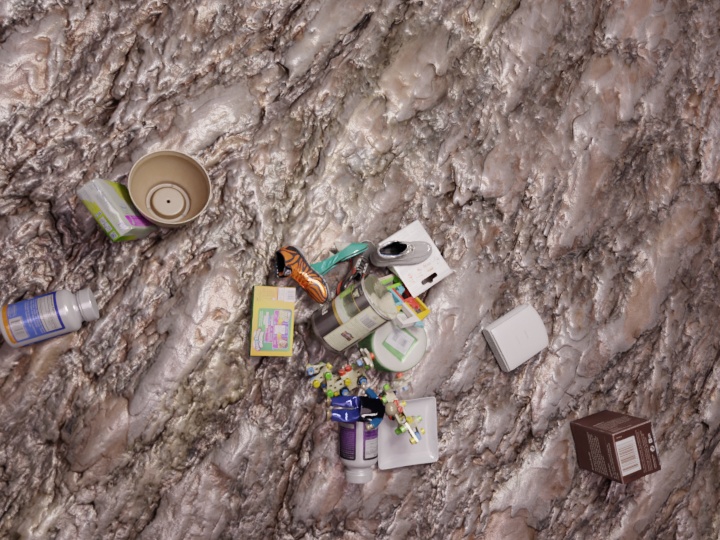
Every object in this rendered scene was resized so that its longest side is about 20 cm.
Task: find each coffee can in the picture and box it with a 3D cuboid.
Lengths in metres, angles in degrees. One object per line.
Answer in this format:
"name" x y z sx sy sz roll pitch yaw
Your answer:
"coffee can" -0.018 0.124 1.462 0.200 0.146 0.146 -36 99 22

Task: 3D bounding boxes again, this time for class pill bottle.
"pill bottle" -0.769 0.112 1.292 0.200 0.112 0.112 -18 92 -19
"pill bottle" -0.004 0.502 1.505 0.111 0.111 0.200 2 85 -17

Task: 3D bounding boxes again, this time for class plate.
"plate" 0.140 0.494 1.593 0.199 0.032 0.200 -2 86 -18

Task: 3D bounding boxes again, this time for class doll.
"doll" 0.005 0.380 1.445 0.200 0.048 0.137 4 51 -8

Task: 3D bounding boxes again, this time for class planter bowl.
"planter bowl" -0.507 -0.201 1.377 0.200 0.135 0.201 6 76 -22

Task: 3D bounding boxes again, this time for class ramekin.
"ramekin" 0.102 0.213 1.565 0.200 0.098 0.200 1 86 -17

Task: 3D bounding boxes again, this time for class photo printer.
"photo printer" 0.520 0.215 1.712 0.200 0.069 0.167 -28 95 -17

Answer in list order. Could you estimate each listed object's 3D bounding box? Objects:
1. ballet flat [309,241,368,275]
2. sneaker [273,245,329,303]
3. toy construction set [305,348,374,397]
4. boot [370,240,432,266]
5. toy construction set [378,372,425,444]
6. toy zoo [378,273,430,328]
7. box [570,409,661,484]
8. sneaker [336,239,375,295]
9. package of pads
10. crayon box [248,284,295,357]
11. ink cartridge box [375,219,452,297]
"ballet flat" -0.075 -0.045 1.526 0.200 0.067 0.070 -32 93 1
"sneaker" -0.177 0.020 1.467 0.200 0.078 0.112 51 29 12
"toy construction set" -0.048 0.295 1.503 0.200 0.092 0.131 -22 112 1
"boot" 0.133 -0.055 1.537 0.200 0.096 0.074 -13 80 -15
"toy construction set" 0.118 0.396 1.508 0.092 0.131 0.200 -12 88 -18
"toy zoo" 0.121 0.097 1.542 0.131 0.020 0.200 -19 58 -43
"box" 0.840 0.577 1.719 0.164 0.200 0.166 -12 90 -18
"sneaker" 0.000 0.000 1.557 0.077 0.082 0.200 25 79 -14
"package of pads" -0.613 -0.153 1.313 0.068 0.200 0.155 -36 97 -2
"crayon box" -0.252 0.144 1.480 0.119 0.058 0.200 4 85 -17
"ink cartridge box" 0.165 -0.035 1.614 0.161 0.050 0.200 -32 87 -17
